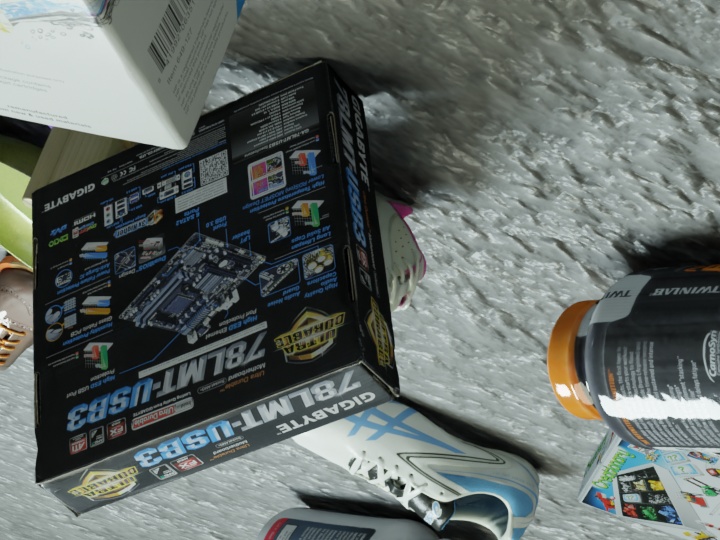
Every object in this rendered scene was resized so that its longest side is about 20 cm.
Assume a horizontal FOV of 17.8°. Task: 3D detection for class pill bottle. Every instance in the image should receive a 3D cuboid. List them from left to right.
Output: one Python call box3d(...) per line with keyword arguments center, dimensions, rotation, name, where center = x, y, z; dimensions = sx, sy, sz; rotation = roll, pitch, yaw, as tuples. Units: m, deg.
box3d(center=(0.010, 0.271, 1.984), dimensions=(0.199, 0.120, 0.120), rotation=(1, 152, 41), name="pill bottle")
box3d(center=(0.199, 0.049, 1.288), dimensions=(0.199, 0.107, 0.106), rotation=(-3, 149, 47), name="pill bottle")

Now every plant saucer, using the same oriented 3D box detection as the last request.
box3d(center=(-0.196, -0.032, 1.524), dimensions=(0.199, 0.031, 0.200), rotation=(28, 162, 10), name="plant saucer")

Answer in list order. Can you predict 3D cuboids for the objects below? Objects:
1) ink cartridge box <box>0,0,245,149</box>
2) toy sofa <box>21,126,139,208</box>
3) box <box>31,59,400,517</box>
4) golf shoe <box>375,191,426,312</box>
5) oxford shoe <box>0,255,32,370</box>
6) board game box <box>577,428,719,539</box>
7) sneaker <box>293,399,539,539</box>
box3d(center=(-0.144, -0.174, 1.006), dimensions=(0.144, 0.148, 0.200), rotation=(13, 157, 21), name="ink cartridge box")
box3d(center=(-0.118, -0.029, 1.425), dimensions=(0.097, 0.083, 0.200), rotation=(-3, 149, 44), name="toy sofa")
box3d(center=(-0.084, 0.009, 1.232), dimensions=(0.199, 0.199, 0.050), rotation=(-23, 143, 19), name="box")
box3d(center=(0.000, 0.000, 1.304), dimensions=(0.091, 0.200, 0.076), rotation=(12, 119, -13), name="golf shoe")
box3d(center=(-0.260, 0.041, 1.738), dimensions=(0.071, 0.073, 0.200), rotation=(28, 158, -18), name="oxford shoe")
box3d(center=(0.228, 0.139, 1.580), dimensions=(0.126, 0.035, 0.200), rotation=(19, 159, 2), name="board game box")
box3d(center=(0.039, 0.148, 1.715), dimensions=(0.199, 0.073, 0.072), rotation=(20, 144, -6), name="sneaker")
